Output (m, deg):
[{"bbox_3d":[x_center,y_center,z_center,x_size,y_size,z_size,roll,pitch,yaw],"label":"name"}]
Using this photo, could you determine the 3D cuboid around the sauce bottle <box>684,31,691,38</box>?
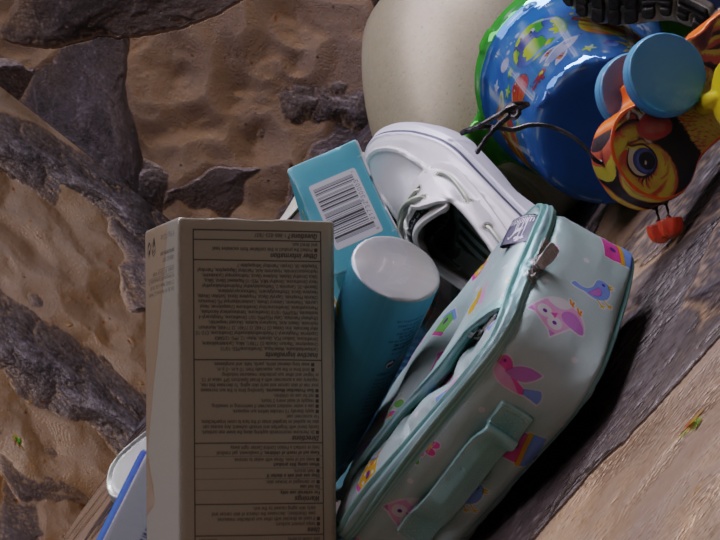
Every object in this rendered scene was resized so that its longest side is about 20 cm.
[{"bbox_3d":[0.177,-0.226,1.725,0.066,0.200,0.066,-50,7,9],"label":"sauce bottle"}]

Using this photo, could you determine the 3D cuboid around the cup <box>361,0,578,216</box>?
[{"bbox_3d":[0.090,-0.096,1.808,0.200,0.199,0.144,-46,26,47],"label":"cup"}]

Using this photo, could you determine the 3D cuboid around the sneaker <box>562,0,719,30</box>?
[{"bbox_3d":[0.197,-0.193,1.606,0.089,0.199,0.079,-36,-41,-43],"label":"sneaker"}]

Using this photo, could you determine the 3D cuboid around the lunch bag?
[{"bbox_3d":[0.066,0.066,1.403,0.200,0.077,0.161,-55,3,37],"label":"lunch bag"}]

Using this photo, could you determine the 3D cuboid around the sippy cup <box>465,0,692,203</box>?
[{"bbox_3d":[0.147,-0.106,1.652,0.130,0.139,0.179,-107,36,-70],"label":"sippy cup"}]

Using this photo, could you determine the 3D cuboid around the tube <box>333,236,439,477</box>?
[{"bbox_3d":[-0.007,0.070,1.461,0.078,0.050,0.201,-53,-12,-49],"label":"tube"}]

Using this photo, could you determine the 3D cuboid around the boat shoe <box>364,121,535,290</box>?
[{"bbox_3d":[0.056,-0.034,1.604,0.066,0.200,0.074,-17,-56,-35],"label":"boat shoe"}]

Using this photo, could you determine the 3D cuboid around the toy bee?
[{"bbox_3d":[0.170,-0.076,1.473,0.199,0.109,0.131,-27,0,5],"label":"toy bee"}]

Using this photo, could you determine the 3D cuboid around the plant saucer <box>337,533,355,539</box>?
[{"bbox_3d":[-0.016,0.196,1.544,0.200,0.027,0.200,-50,4,5],"label":"plant saucer"}]

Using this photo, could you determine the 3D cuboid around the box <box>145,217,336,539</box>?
[{"bbox_3d":[-0.066,0.075,1.418,0.078,0.094,0.202,165,106,-70],"label":"box"}]

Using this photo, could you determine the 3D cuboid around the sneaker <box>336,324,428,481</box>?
[{"bbox_3d":[-0.026,0.093,1.647,0.200,0.077,0.081,-42,-13,25],"label":"sneaker"}]

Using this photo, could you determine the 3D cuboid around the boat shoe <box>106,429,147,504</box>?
[{"bbox_3d":[-0.089,0.094,1.581,0.199,0.068,0.075,-29,47,30],"label":"boat shoe"}]

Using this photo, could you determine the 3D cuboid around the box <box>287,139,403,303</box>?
[{"bbox_3d":[0.000,0.000,1.660,0.049,0.083,0.200,-23,-24,-4],"label":"box"}]

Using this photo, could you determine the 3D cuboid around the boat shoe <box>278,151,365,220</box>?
[{"bbox_3d":[-0.046,0.009,1.806,0.202,0.071,0.061,-52,39,22],"label":"boat shoe"}]

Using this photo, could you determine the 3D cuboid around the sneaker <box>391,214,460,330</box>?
[{"bbox_3d":[0.054,-0.007,1.766,0.071,0.080,0.200,-32,-16,-17],"label":"sneaker"}]

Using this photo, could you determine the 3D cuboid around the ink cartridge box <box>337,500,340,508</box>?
[{"bbox_3d":[-0.073,0.149,1.845,0.200,0.116,0.068,-47,8,48],"label":"ink cartridge box"}]

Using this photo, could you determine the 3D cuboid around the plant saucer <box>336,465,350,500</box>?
[{"bbox_3d":[0.053,0.076,1.669,0.200,0.027,0.200,-51,1,1],"label":"plant saucer"}]

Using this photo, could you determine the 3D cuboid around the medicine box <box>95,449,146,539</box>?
[{"bbox_3d":[-0.138,0.244,1.568,0.200,0.102,0.183,114,180,-51],"label":"medicine box"}]
